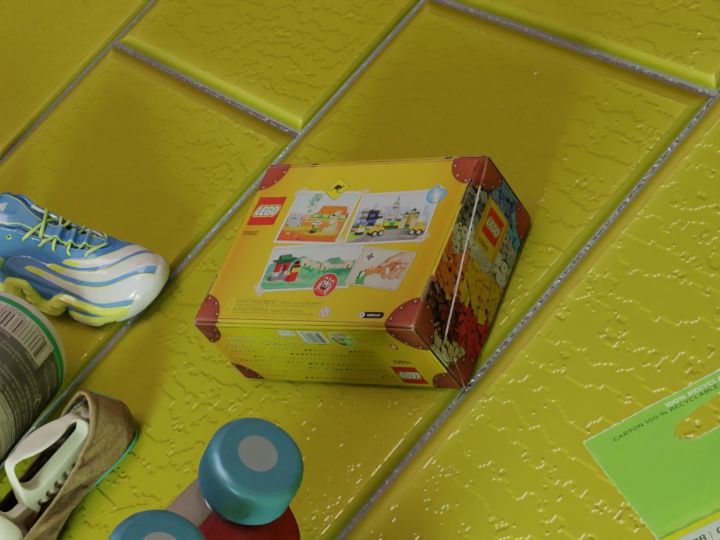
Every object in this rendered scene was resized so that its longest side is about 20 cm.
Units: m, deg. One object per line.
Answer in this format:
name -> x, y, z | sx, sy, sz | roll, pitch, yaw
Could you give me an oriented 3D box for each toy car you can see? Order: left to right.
toy car -> -0.061, 0.231, 0.979 | 0.200, 0.185, 0.177 | 39, 47, 9

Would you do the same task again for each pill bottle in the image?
pill bottle -> -0.313, 0.110, 1.228 | 0.113, 0.113, 0.200 | -12, 25, 28

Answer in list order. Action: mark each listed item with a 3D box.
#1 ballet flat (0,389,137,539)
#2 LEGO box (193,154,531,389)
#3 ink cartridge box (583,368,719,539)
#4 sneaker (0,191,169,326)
ballet flat -> -0.244, 0.169, 1.199 | 0.068, 0.072, 0.200 | 23, 69, 44
LEGO box -> 0.000, 0.000, 1.168 | 0.199, 0.077, 0.149 | 1, 54, 37
ink cartridge box -> 0.217, 0.129, 0.796 | 0.147, 0.200, 0.076 | -29, 42, 12
sneaker -> -0.254, -0.012, 1.346 | 0.199, 0.105, 0.076 | 0, 54, 37
